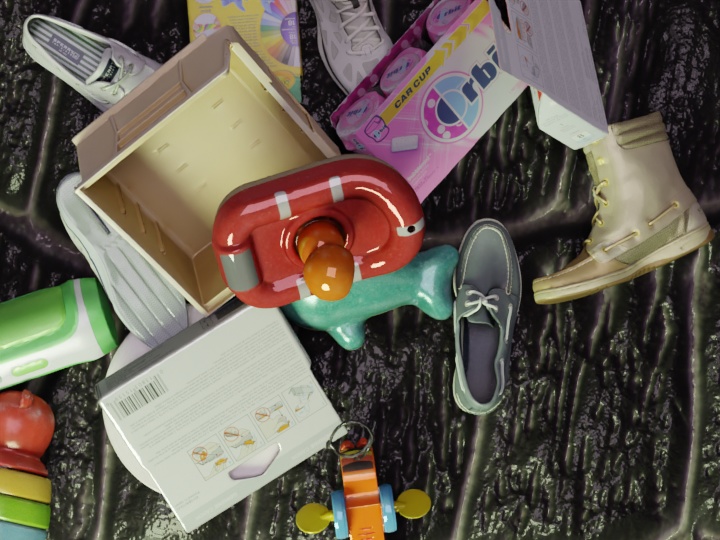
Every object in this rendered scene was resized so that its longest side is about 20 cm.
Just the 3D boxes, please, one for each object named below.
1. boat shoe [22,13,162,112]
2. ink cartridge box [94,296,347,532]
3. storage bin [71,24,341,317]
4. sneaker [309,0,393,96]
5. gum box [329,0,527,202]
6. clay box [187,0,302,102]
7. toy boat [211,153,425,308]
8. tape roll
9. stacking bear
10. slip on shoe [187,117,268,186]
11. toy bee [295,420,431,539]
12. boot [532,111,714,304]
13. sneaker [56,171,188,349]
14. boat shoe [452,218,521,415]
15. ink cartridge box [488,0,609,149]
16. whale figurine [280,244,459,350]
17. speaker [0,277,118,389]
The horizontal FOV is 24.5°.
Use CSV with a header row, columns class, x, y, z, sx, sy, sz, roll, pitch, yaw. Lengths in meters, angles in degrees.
class,x,y,z,sx,sy,sz,roll,pitch,yaw
boat shoe,-0.259,-0.198,1.692,0.198,0.067,0.074,24,87,0
ink cartridge box,-0.136,0.137,1.659,0.199,0.044,0.175,-31,113,-3
storage bin,-0.140,-0.097,1.595,0.198,0.094,0.200,-36,126,10
sneaker,-0.014,-0.258,1.678,0.075,0.115,0.202,-24,89,-3
gum box,0.072,-0.175,1.677,0.200,0.066,0.113,-48,123,-3
clay box,-0.120,-0.265,1.709,0.113,0.048,0.203,-4,90,0
toy boat,-0.033,-0.021,1.540,0.198,0.131,0.132,-18,127,-4
tape roll,-0.164,0.133,1.696,0.200,0.037,0.206,0,88,-2
stacking bear,-0.360,0.219,1.656,0.112,0.122,0.203,12,80,1
slip on shoe,-0.174,-0.108,1.677,0.199,0.061,0.074,-31,114,11
toy bee,0.008,0.222,1.676,0.129,0.109,0.202,12,112,-9
boot,0.246,-0.063,1.698,0.198,0.073,0.157,-23,89,-4
sneaker,-0.236,-0.011,1.668,0.073,0.071,0.201,-30,94,-9
boat shoe,0.129,0.047,1.695,0.072,0.062,0.203,5,87,-1
ink cartridge box,0.164,-0.224,1.627,0.047,0.199,0.162,-23,63,32
whale figurine,0.000,0.000,1.671,0.197,0.104,0.161,9,87,2
speaker,-0.348,0.073,1.668,0.198,0.088,0.089,-19,88,-2
